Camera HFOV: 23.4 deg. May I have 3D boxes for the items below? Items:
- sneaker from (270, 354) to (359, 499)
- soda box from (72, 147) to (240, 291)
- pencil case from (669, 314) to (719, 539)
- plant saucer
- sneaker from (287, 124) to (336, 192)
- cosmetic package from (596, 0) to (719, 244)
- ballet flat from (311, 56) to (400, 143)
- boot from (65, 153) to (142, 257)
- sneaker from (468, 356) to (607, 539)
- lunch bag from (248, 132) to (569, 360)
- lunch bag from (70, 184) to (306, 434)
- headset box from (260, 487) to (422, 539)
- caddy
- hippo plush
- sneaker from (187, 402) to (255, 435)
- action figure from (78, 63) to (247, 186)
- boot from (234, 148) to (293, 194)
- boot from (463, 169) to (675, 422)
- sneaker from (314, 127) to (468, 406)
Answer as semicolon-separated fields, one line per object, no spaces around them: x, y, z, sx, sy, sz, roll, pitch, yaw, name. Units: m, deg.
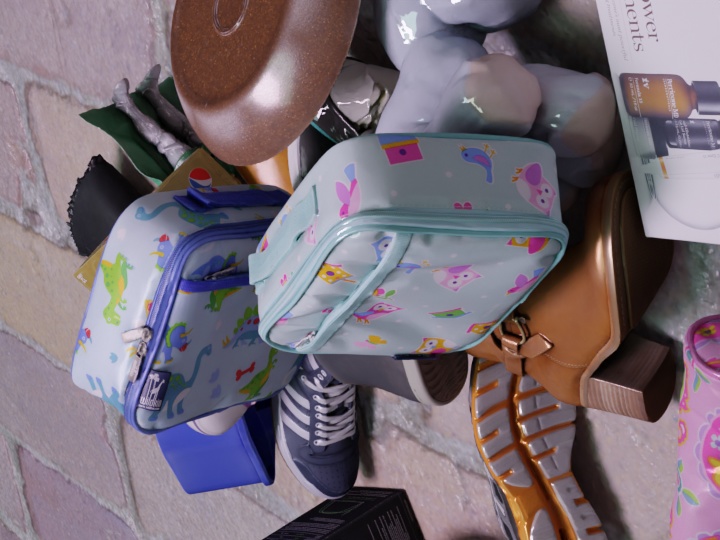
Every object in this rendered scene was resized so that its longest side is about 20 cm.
-0.022;0.104;1.424;0.108;0.070;0.201;10;118;53;sneaker
-0.158;-0.023;1.386;0.068;0.064;0.200;43;150;-8;soda box
0.234;0.117;1.067;0.087;0.087;0.201;29;134;41;pencil case
-0.072;-0.170;1.136;0.200;0.037;0.202;-19;65;48;plant saucer
0.022;-0.031;1.271;0.099;0.071;0.201;-11;108;53;sneaker
0.209;-0.112;0.963;0.150;0.052;0.201;7;118;49;cosmetic package
0.024;-0.099;1.226;0.200;0.068;0.068;47;136;5;ballet flat
-0.198;-0.046;1.566;0.162;0.073;0.199;45;144;31;boot
0.117;0.136;1.253;0.077;0.078;0.201;-164;60;-74;sneaker
0.022;-0.008;1.039;0.200;0.159;0.078;128;137;-58;lunch bag
-0.102;0.020;1.210;0.082;0.200;0.162;30;110;28;lunch bag
-0.030;0.305;1.461;0.093;0.199;0.175;-9;107;56;headset box
-0.117;0.106;1.490;0.200;0.104;0.142;74;-174;-58;caddy
0.073;-0.125;1.096;0.200;0.159;0.162;-28;59;43;hippo plush
-0.063;0.046;1.335;0.114;0.072;0.201;25;88;49;sneaker
-0.124;-0.080;1.423;0.200;0.118;0.055;47;133;8;action figure
-0.082;-0.140;1.288;0.144;0.070;0.202;97;148;-81;boot
0.123;0.005;1.125;0.155;0.077;0.201;18;145;32;boot
0.000;0.000;1.203;0.106;0.075;0.201;3;113;40;sneaker
